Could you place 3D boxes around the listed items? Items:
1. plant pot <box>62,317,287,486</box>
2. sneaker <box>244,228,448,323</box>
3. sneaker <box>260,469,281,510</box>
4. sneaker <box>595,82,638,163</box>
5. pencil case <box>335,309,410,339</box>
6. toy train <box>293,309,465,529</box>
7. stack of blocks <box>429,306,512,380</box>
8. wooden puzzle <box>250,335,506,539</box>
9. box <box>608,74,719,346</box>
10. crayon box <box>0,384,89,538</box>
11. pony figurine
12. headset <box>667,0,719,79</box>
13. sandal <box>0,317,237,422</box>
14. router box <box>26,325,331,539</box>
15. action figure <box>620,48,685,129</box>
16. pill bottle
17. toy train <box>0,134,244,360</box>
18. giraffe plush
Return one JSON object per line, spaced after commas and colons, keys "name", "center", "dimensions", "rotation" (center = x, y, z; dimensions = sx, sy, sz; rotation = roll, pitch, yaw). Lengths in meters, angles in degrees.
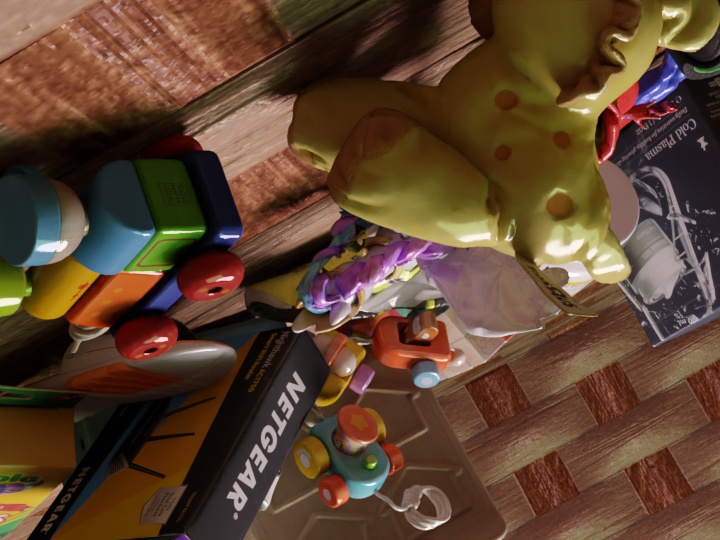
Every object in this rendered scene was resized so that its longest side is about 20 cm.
{"name": "plant pot", "center": [-0.159, 0.141, 1.005], "dimensions": [0.200, 0.142, 0.141], "rotation": [-9, 159, -36]}
{"name": "sneaker", "center": [0.000, 0.000, 0.942], "dimensions": [0.199, 0.077, 0.075], "rotation": [-9, -176, -16]}
{"name": "sneaker", "center": [-0.147, 0.187, 0.866], "dimensions": [0.200, 0.074, 0.089], "rotation": [-33, -154, 18]}
{"name": "sneaker", "center": [0.143, -0.108, 0.764], "dimensions": [0.077, 0.085, 0.200], "rotation": [-34, 167, 28]}
{"name": "pencil case", "center": [0.017, 0.087, 1.027], "dimensions": [0.088, 0.201, 0.088], "rotation": [-6, -174, 1]}
{"name": "toy train", "center": [0.021, 0.094, 0.884], "dimensions": [0.150, 0.200, 0.056], "rotation": [11, 136, -12]}
{"name": "stack of blocks", "center": [0.096, 0.048, 1.091], "dimensions": [0.115, 0.059, 0.200], "rotation": [-41, -178, -23]}
{"name": "wooden puzzle", "center": [-0.006, 0.173, 0.938], "dimensions": [0.185, 0.200, 0.046], "rotation": [-26, 164, -15]}
{"name": "box", "center": [0.336, -0.063, 1.119], "dimensions": [0.124, 0.197, 0.200], "rotation": [-20, 165, -35]}
{"name": "crayon box", "center": [-0.285, 0.138, 0.809], "dimensions": [0.127, 0.051, 0.200], "rotation": [8, 147, -32]}
{"name": "pony figurine", "center": [0.055, -0.030, 0.796], "dimensions": [0.193, 0.167, 0.200], "rotation": [-30, -174, 46]}
{"name": "headset", "center": [0.266, -0.173, 0.745], "dimensions": [0.123, 0.094, 0.200], "rotation": [-31, 162, 9]}
{"name": "sandal", "center": [-0.186, 0.064, 0.818], "dimensions": [0.206, 0.059, 0.079], "rotation": [-16, 156, 24]}
{"name": "router box", "center": [-0.124, 0.129, 0.809], "dimensions": [0.149, 0.051, 0.200], "rotation": [-12, -148, 32]}
{"name": "action figure", "center": [0.227, -0.139, 0.924], "dimensions": [0.200, 0.052, 0.065], "rotation": [-34, 172, 35]}
{"name": "pill bottle", "center": [0.184, -0.029, 1.116], "dimensions": [0.114, 0.115, 0.200], "rotation": [-23, 167, -23]}
{"name": "toy train", "center": [-0.158, 0.009, 0.598], "dimensions": [0.115, 0.085, 0.200], "rotation": [-2, 153, -42]}
{"name": "giraffe plush", "center": [0.079, -0.095, 0.572], "dimensions": [0.172, 0.200, 0.163], "rotation": [2, 116, -45]}
